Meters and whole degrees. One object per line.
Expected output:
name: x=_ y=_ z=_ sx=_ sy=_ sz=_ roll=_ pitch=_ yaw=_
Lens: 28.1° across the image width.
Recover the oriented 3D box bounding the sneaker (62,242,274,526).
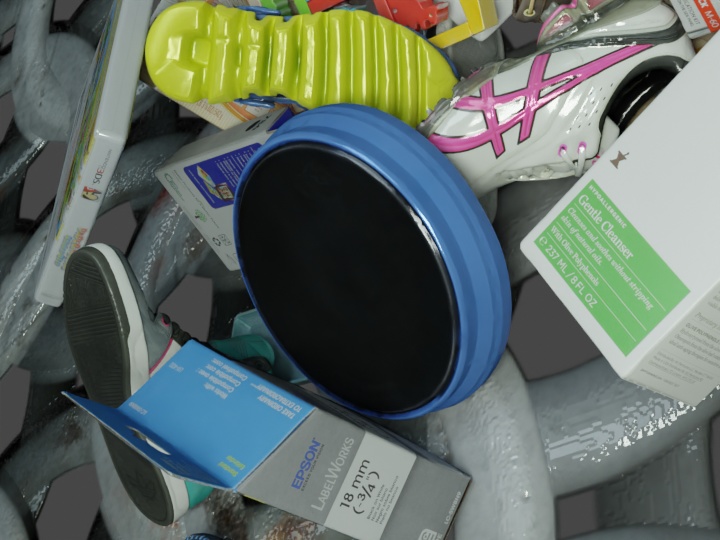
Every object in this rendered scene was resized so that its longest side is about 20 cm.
sneaker: x=-0.119 y=0.059 z=0.975 sx=0.083 sy=0.201 sz=0.121 roll=10 pitch=31 yaw=45

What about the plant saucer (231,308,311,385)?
plant saucer: x=-0.022 y=0.044 z=0.991 sx=0.199 sy=0.019 sz=0.070 roll=-17 pitch=55 yaw=41

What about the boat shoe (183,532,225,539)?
boat shoe: x=-0.126 y=0.266 z=0.931 sx=0.084 sy=0.068 sz=0.201 roll=-14 pitch=58 yaw=44

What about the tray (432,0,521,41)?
tray: x=0.047 y=-0.251 z=0.943 sx=0.107 sy=0.022 sz=0.200 roll=-44 pitch=72 yaw=0

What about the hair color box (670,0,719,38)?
hair color box: x=0.242 y=-0.206 z=0.744 sx=0.199 sy=0.111 sz=0.064 roll=-16 pitch=35 yaw=36

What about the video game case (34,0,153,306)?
video game case: x=-0.176 y=-0.105 z=0.976 sx=0.182 sy=0.023 sz=0.201 roll=123 pitch=157 yaw=-48

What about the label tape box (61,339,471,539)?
label tape box: x=-0.053 y=0.097 z=0.845 sx=0.144 sy=0.200 sz=0.064 roll=22 pitch=85 yaw=52

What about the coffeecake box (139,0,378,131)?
coffeecake box: x=-0.054 y=-0.192 z=1.061 sx=0.201 sy=0.153 sz=0.073 roll=-59 pitch=35 yaw=3

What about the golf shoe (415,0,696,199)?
golf shoe: x=0.106 y=-0.086 z=0.841 sx=0.200 sy=0.073 sz=0.092 roll=-40 pitch=67 yaw=14

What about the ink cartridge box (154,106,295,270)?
ink cartridge box: x=-0.063 y=-0.056 z=1.007 sx=0.039 sy=0.100 sz=0.200 roll=-45 pitch=20 yaw=-27

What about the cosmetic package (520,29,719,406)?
cosmetic package: x=0.193 y=-0.041 z=0.735 sx=0.200 sy=0.085 sz=0.108 roll=-50 pitch=49 yaw=17

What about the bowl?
bowl: x=0.000 y=0.000 z=0.869 sx=0.200 sy=0.202 sz=0.039 roll=-4 pitch=21 yaw=47

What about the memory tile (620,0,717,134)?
memory tile: x=0.187 y=-0.133 z=0.863 sx=0.154 sy=0.017 sz=0.200 roll=-53 pitch=39 yaw=11

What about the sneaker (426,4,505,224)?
sneaker: x=0.040 y=-0.110 z=0.971 sx=0.099 sy=0.071 sz=0.201 roll=-15 pitch=61 yaw=38

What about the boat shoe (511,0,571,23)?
boat shoe: x=0.115 y=-0.233 z=0.841 sx=0.059 sy=0.201 sz=0.072 roll=-8 pitch=43 yaw=0

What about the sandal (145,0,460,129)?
sandal: x=-0.031 y=-0.132 z=0.916 sx=0.199 sy=0.087 sz=0.080 roll=15 pitch=101 yaw=9

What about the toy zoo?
toy zoo: x=0.007 y=-0.193 z=0.923 sx=0.199 sy=0.020 sz=0.132 roll=-17 pitch=99 yaw=41
